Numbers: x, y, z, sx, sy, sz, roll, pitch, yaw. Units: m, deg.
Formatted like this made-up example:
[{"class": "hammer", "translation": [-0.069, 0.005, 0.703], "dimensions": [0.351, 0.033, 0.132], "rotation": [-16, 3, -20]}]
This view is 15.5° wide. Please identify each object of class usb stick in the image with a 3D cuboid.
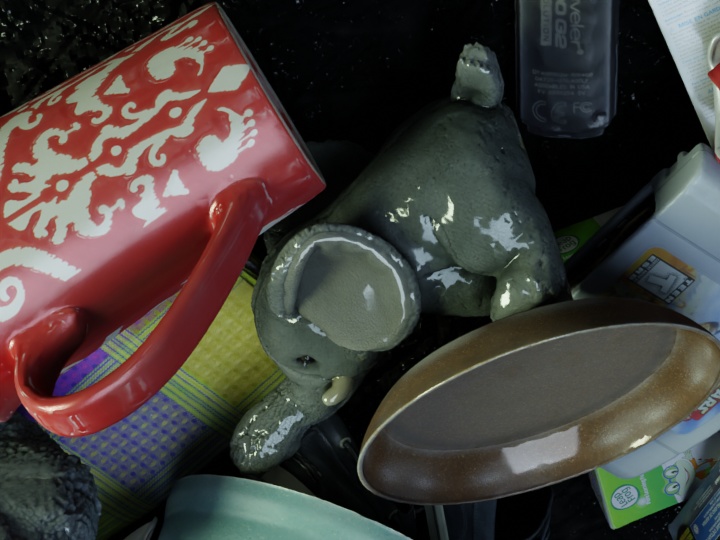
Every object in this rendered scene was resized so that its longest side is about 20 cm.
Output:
[{"class": "usb stick", "translation": [0.104, -0.155, 1.338], "dimensions": [0.055, 0.033, 0.201], "rotation": [3, 127, 8]}]

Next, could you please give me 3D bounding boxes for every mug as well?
[{"class": "mug", "translation": [-0.116, -0.017, 1.298], "dimensions": [0.199, 0.178, 0.133], "rotation": [-32, 166, 1]}]

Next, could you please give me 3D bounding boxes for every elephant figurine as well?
[{"class": "elephant figurine", "translation": [0.000, 0.000, 1.362], "dimensions": [0.199, 0.156, 0.142], "rotation": [-19, 170, 3]}]

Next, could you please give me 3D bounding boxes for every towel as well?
[{"class": "towel", "translation": [-0.118, 0.060, 1.439], "dimensions": [0.200, 0.023, 0.143], "rotation": [-42, 127, 15]}]

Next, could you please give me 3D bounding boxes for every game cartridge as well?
[{"class": "game cartridge", "translation": [0.166, 0.029, 1.427], "dimensions": [0.133, 0.042, 0.200], "rotation": [32, 123, -19]}]

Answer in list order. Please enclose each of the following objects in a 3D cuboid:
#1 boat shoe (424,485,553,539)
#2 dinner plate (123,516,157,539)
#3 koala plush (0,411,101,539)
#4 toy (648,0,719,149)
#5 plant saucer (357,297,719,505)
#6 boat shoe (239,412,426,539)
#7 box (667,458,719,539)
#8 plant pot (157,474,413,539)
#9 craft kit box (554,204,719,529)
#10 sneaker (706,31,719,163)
[{"class": "boat shoe", "translation": [0.080, 0.149, 1.529], "dimensions": [0.062, 0.075, 0.201], "rotation": [2, 128, 22]}, {"class": "dinner plate", "translation": [-0.165, 0.221, 1.448], "dimensions": [0.024, 0.200, 0.201], "rotation": [28, 117, 1]}, {"class": "koala plush", "translation": [-0.227, 0.176, 1.386], "dimensions": [0.182, 0.178, 0.201], "rotation": [0, 134, -5]}, {"class": "toy", "translation": [0.219, -0.123, 1.385], "dimensions": [0.115, 0.047, 0.201], "rotation": [-26, 113, 3]}, {"class": "plant saucer", "translation": [0.090, 0.064, 1.370], "dimensions": [0.199, 0.032, 0.200], "rotation": [-15, 156, -7]}, {"class": "boat shoe", "translation": [0.003, 0.135, 1.504], "dimensions": [0.066, 0.074, 0.199], "rotation": [-55, 136, -12]}, {"class": "box", "translation": [0.293, 0.116, 1.547], "dimensions": [0.199, 0.040, 0.137], "rotation": [-11, 153, -21]}, {"class": "plant pot", "translation": [-0.037, 0.216, 1.442], "dimensions": [0.200, 0.200, 0.135], "rotation": [38, 66, -35]}, {"class": "craft kit box", "translation": [0.209, 0.035, 1.510], "dimensions": [0.196, 0.049, 0.201], "rotation": [-22, 129, -4]}, {"class": "sneaker", "translation": [0.244, -0.127, 1.321], "dimensions": [0.112, 0.071, 0.201], "rotation": [13, 112, -18]}]
